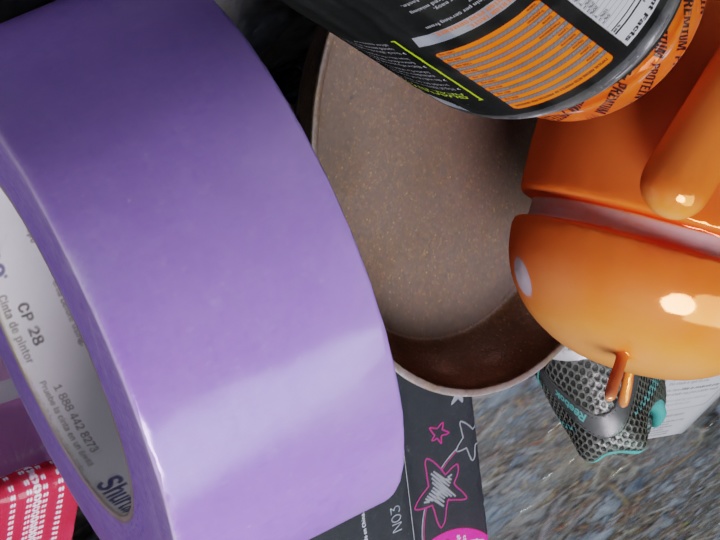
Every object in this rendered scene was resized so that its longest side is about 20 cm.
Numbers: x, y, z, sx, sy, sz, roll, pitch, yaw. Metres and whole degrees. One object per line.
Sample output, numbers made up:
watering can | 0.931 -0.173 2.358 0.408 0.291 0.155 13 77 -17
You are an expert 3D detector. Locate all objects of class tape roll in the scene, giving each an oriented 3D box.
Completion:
tape roll | -0.071 0.005 0.729 0.085 0.200 0.200 -25 154 -19

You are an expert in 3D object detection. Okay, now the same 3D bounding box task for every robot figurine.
robot figurine | 0.121 -0.047 0.816 0.116 0.144 0.201 16 88 -33

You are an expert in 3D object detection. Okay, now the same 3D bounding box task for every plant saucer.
plant saucer | 0.040 -0.053 0.839 0.200 0.034 0.202 -11 105 -47

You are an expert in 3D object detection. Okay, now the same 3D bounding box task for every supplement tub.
supplement tub | 0.029 -0.123 0.692 0.122 0.123 0.200 -41 148 15

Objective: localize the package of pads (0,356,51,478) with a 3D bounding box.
package of pads | -0.211 0.101 0.864 0.199 0.076 0.121 -19 152 -20

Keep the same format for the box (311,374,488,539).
box | -0.026 0.124 0.983 0.132 0.115 0.201 -19 111 -32

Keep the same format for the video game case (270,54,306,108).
video game case | -0.064 -0.022 0.903 0.199 0.019 0.143 -27 154 -16

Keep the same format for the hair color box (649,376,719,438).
hair color box | 0.201 0.014 1.233 0.099 0.061 0.200 -3 142 -48

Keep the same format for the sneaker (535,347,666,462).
sneaker | 0.121 0.048 1.107 0.077 0.092 0.200 -15 -177 14

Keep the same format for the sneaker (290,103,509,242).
sneaker | 0.000 0.000 0.913 0.200 0.070 0.109 15 122 -50

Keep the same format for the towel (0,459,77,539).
towel | -0.205 0.138 0.827 0.199 0.023 0.145 -17 149 -25
